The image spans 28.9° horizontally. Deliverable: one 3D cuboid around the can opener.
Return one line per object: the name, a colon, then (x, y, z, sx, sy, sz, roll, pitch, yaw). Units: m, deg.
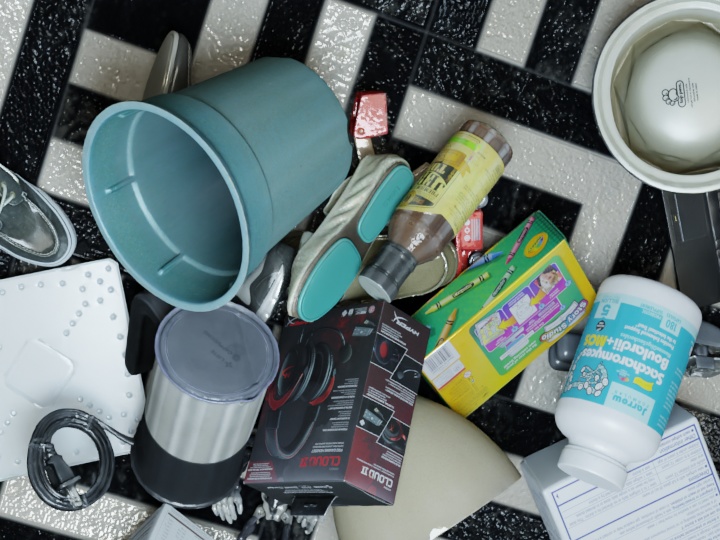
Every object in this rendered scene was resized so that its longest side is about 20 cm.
can opener: (0.302, 0.082, 1.508, 0.197, 0.053, 0.068, 8, 66, -9)

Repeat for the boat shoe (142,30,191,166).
boat shoe: (-0.190, -0.134, 1.390, 0.056, 0.067, 0.203, 10, 103, -25)

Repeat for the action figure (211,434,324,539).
action figure: (-0.090, 0.241, 1.444, 0.117, 0.102, 0.203, 5, 100, 3)

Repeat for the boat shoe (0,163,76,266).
boat shoe: (-0.365, -0.071, 1.366, 0.199, 0.071, 0.072, 38, 92, -13)

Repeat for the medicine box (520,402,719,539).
medicine box: (0.297, 0.269, 1.502, 0.180, 0.103, 0.202, -24, 102, -4)

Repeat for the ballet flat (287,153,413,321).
ballet flat: (-0.021, -0.033, 1.356, 0.201, 0.062, 0.068, -52, 139, -22)

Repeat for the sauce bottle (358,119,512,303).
sauce bottle: (0.071, -0.056, 1.357, 0.065, 0.065, 0.201, 42, 70, -12)

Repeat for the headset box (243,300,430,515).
headset box: (-0.025, 0.142, 1.356, 0.075, 0.147, 0.203, 31, 63, -37)

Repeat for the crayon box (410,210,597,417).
crayon box: (0.142, 0.049, 1.439, 0.199, 0.058, 0.119, -40, 136, -1)

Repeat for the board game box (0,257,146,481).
board game box: (-0.326, 0.102, 1.424, 0.197, 0.026, 0.203, -11, 100, -6)

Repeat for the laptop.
laptop: (0.431, -0.057, 1.468, 0.197, 0.103, 0.180, -14, 100, -6)

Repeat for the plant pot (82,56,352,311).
plant pot: (-0.120, -0.097, 1.300, 0.196, 0.199, 0.202, -37, 107, -44)

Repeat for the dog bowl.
dog bowl: (0.335, -0.178, 1.425, 0.197, 0.074, 0.204, 0, 90, 10)

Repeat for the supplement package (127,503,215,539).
supplement package: (-0.206, 0.366, 1.404, 0.155, 0.111, 0.200, 39, 119, -11)

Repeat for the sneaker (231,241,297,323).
sneaker: (-0.130, 0.039, 1.385, 0.080, 0.074, 0.201, 36, 125, -3)

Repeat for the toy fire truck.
toy fire truck: (0.059, -0.082, 1.438, 0.139, 0.049, 0.203, -1, 100, -8)

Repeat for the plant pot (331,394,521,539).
plant pot: (0.046, 0.205, 1.423, 0.199, 0.200, 0.136, -31, 82, -2)

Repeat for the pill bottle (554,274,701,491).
pill bottle: (0.264, 0.115, 1.407, 0.110, 0.111, 0.202, 25, 76, -11)

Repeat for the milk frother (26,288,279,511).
milk frother: (-0.199, 0.135, 1.317, 0.180, 0.189, 0.200, 36, 49, 13)

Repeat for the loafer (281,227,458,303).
loafer: (0.000, 0.000, 1.409, 0.197, 0.068, 0.077, -3, 111, 12)
